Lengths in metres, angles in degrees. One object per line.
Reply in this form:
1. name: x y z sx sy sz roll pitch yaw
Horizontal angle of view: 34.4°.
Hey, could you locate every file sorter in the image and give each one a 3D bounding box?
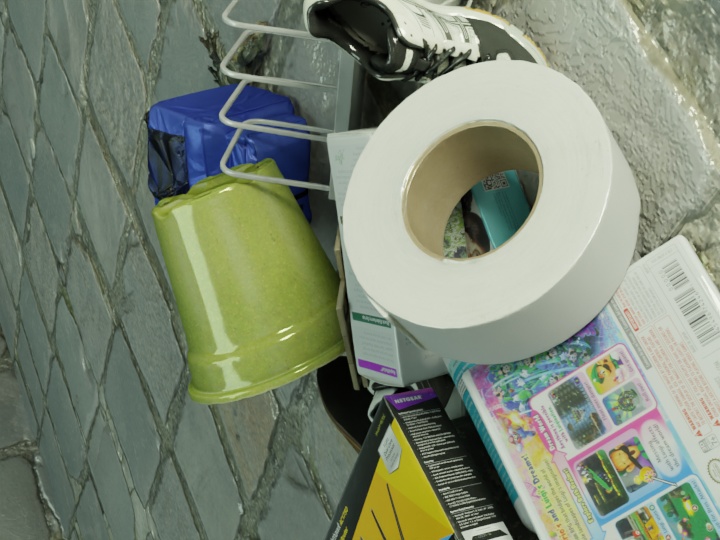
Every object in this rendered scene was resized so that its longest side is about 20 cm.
1. file sorter: -0.058 -0.191 1.055 0.139 0.122 0.203 -75 -8 -60

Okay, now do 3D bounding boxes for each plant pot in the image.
1. plant pot: -0.111 0.000 1.131 0.200 0.199 0.187 3 118 62

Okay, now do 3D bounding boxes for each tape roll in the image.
1. tape roll: 0.087 -0.040 0.804 0.071 0.202 0.203 40 -167 -53

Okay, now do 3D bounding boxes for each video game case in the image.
1. video game case: 0.182 0.108 0.756 0.181 0.024 0.202 -34 64 18

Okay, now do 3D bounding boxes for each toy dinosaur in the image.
1. toy dinosaur: -0.155 -0.228 1.378 0.089 0.047 0.201 56 149 26

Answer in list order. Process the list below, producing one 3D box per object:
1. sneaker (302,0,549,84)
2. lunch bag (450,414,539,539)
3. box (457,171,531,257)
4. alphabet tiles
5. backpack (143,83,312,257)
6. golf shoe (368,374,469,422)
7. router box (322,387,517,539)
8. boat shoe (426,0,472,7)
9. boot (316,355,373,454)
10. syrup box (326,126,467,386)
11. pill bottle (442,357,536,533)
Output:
1. sneaker: 0.045 -0.160 0.860 0.088 0.198 0.076 -68 3 -51
2. lunch bag: 0.099 0.226 0.976 0.166 0.116 0.201 67 153 23
3. box: 0.076 -0.018 1.000 0.200 0.048 0.083 -46 60 58
4. alphabet tiles: 0.000 0.000 1.054 0.202 0.006 0.168 -81 -15 -47
5. backpack: -0.141 -0.082 1.274 0.167 0.161 0.203 24 121 40
6. golf shoe: 0.036 0.109 1.080 0.199 0.093 0.079 5 106 64
7. router box: 0.040 0.214 0.907 0.150 0.050 0.202 61 145 37
8. boat shoe: 0.049 -0.208 0.928 0.202 0.074 0.088 151 128 -65
9. boot: 0.012 0.172 1.183 0.201 0.073 0.076 52 153 38
10. syrup box: 0.035 -0.015 0.940 0.081 0.078 0.204 9 109 61
11. pill bottle: 0.144 0.115 0.853 0.202 0.109 0.111 65 150 25
